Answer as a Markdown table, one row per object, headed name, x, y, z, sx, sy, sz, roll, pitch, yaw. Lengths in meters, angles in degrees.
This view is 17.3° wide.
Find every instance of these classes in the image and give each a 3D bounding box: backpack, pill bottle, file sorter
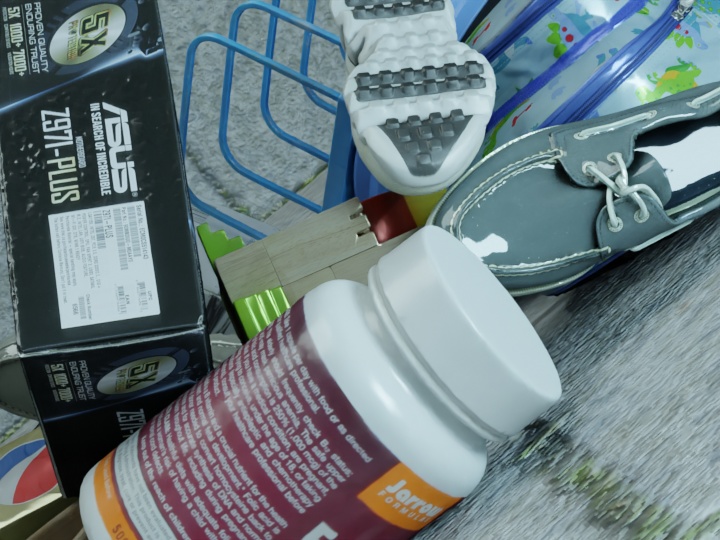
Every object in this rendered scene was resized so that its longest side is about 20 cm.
| name | x | y | z | sx | sy | sz | roll | pitch | yaw |
| --- | --- | --- | --- | --- | --- | --- | --- | --- | --- |
| backpack | 0.129 | -0.094 | 1.242 | 0.183 | 0.147 | 0.200 | -39 | 10 | 47 |
| pill bottle | -0.017 | 0.078 | 1.048 | 0.200 | 0.114 | 0.114 | -39 | 6 | 15 |
| file sorter | -0.007 | -0.113 | 1.438 | 0.200 | 0.123 | 0.139 | -44 | -28 | -44 |

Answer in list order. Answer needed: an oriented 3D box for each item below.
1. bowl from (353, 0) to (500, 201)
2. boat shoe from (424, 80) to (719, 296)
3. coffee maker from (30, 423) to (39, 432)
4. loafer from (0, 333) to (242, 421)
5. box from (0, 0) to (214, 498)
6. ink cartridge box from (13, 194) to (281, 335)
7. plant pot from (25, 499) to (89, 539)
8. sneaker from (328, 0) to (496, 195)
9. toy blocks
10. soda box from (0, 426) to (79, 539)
| name | x | y | z | sx | sy | sz | roll | pitch | yaw |
| --- | --- | --- | --- | --- | --- | --- | --- | --- | --- |
| bowl | 0.060 | -0.103 | 1.381 | 0.201 | 0.039 | 0.201 | -50 | -24 | -32 |
| boat shoe | 0.123 | -0.045 | 1.097 | 0.200 | 0.073 | 0.062 | -20 | -6 | -19 |
| coffee maker | -0.169 | 0.166 | 1.381 | 0.192 | 0.135 | 0.200 | 7 | 39 | 38 |
| loafer | -0.128 | 0.070 | 1.323 | 0.200 | 0.070 | 0.070 | 1 | 36 | 24 |
| box | -0.123 | -0.015 | 1.147 | 0.086 | 0.200 | 0.164 | -8 | -29 | -4 |
| ink cartridge box | -0.087 | 0.024 | 1.423 | 0.145 | 0.200 | 0.084 | -58 | -10 | -70 |
| plant pot | -0.161 | 0.202 | 1.109 | 0.201 | 0.093 | 0.201 | -41 | 7 | 6 |
| sneaker | 0.026 | -0.078 | 1.173 | 0.075 | 0.081 | 0.200 | -2 | 27 | -3 |
| toy blocks | 0.000 | 0.000 | 1.183 | 0.136 | 0.100 | 0.200 | -23 | -5 | -5 |
| soda box | -0.192 | 0.143 | 1.237 | 0.200 | 0.064 | 0.068 | -27 | 35 | -7 |
